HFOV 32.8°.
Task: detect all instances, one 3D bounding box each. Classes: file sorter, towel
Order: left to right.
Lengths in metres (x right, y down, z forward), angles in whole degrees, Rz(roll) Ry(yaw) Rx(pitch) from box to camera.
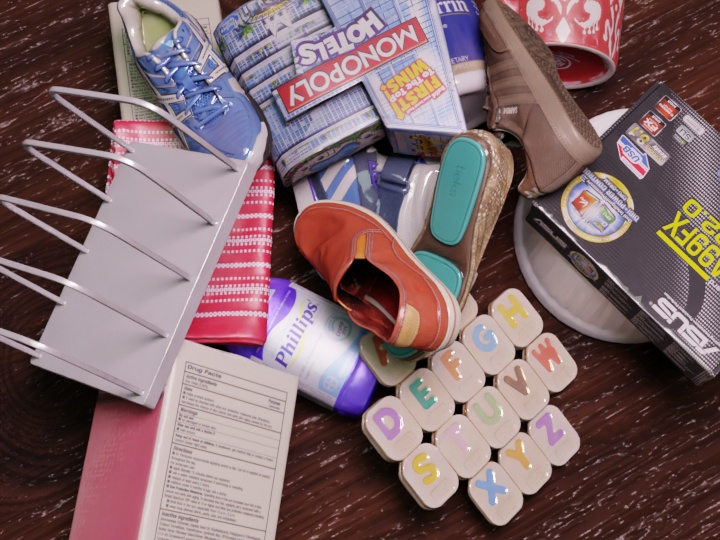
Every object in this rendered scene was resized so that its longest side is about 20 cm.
[{"bbox_3d":[-0.198,-0.023,0.919,0.138,0.124,0.201,13,75,37],"label":"file sorter"},{"bbox_3d":[-0.145,-0.033,1.026,0.144,0.022,0.201,2,73,-3],"label":"towel"}]

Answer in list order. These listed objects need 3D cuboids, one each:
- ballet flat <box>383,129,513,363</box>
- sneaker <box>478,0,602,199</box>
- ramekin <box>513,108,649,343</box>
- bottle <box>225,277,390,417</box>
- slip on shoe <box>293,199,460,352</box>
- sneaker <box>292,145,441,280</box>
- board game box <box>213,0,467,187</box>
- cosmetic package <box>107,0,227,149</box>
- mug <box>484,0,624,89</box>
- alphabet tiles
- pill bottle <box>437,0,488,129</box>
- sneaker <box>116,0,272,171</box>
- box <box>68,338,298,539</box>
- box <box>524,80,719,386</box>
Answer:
[{"bbox_3d":[0.078,-0.016,0.988,0.070,0.065,0.201,35,114,31],"label":"ballet flat"},{"bbox_3d":[0.126,-0.146,1.013,0.075,0.070,0.201,-42,45,24],"label":"sneaker"},{"bbox_3d":[0.240,-0.044,1.081,0.199,0.098,0.202,1,73,-2],"label":"ramekin"},{"bbox_3d":[-0.071,0.050,1.055,0.199,0.065,0.084,27,75,6],"label":"bottle"},{"bbox_3d":[0.000,0.000,0.980,0.061,0.074,0.200,0,30,-38],"label":"slip on shoe"},{"bbox_3d":[0.013,-0.097,1.078,0.146,0.081,0.201,-15,83,13],"label":"sneaker"},{"bbox_3d":[0.001,-0.163,1.018,0.199,0.062,0.201,-27,74,1],"label":"board game box"},{"bbox_3d":[-0.163,-0.144,1.106,0.104,0.071,0.201,-7,74,-4],"label":"cosmetic package"},{"bbox_3d":[0.168,-0.283,1.140,0.176,0.133,0.201,4,78,5],"label":"mug"},{"bbox_3d":[0.096,0.106,1.037,0.200,0.015,0.196,-38,91,-28],"label":"alphabet tiles"},{"bbox_3d":[0.050,-0.227,1.118,0.115,0.116,0.201,-19,74,-8],"label":"pill bottle"},{"bbox_3d":[-0.143,-0.151,1.005,0.076,0.077,0.200,-40,63,6],"label":"sneaker"},{"bbox_3d":[-0.142,0.168,0.970,0.127,0.109,0.201,23,67,-38],"label":"box"},{"bbox_3d":[0.261,-0.032,1.004,0.160,0.044,0.200,-42,79,-14],"label":"box"}]
